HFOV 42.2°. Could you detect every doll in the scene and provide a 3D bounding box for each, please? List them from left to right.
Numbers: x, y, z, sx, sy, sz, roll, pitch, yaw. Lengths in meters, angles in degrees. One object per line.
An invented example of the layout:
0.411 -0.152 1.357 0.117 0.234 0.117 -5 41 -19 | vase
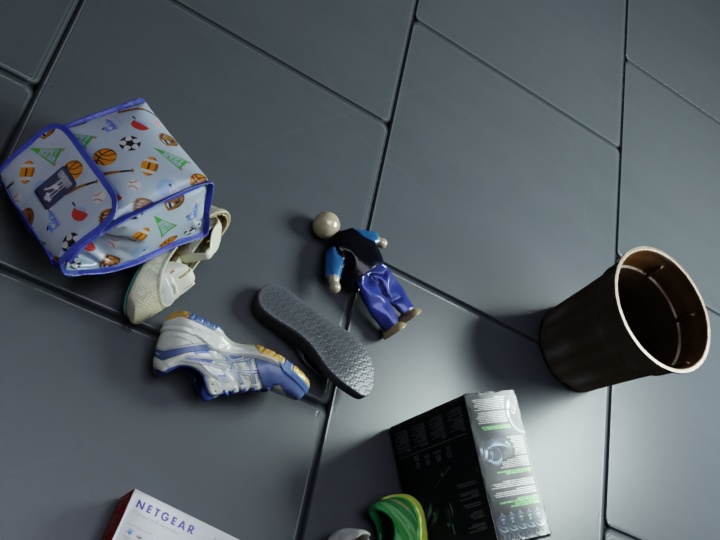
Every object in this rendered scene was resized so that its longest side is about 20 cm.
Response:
0.000 0.000 1.328 0.136 0.048 0.200 -37 91 -41 | doll

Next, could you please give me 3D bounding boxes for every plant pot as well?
0.399 0.093 1.458 0.200 0.198 0.201 16 59 -28 | plant pot

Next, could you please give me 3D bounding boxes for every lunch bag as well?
-0.301 -0.094 1.100 0.200 0.124 0.170 -26 62 -29 | lunch bag

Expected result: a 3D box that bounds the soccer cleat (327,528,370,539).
-0.006 0.408 1.108 0.069 0.078 0.201 5 66 -32 | soccer cleat

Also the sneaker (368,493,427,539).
0.050 0.381 1.166 0.083 0.074 0.201 7 55 -34 | sneaker

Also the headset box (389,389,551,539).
0.139 0.276 1.207 0.092 0.174 0.201 1 67 -33 | headset box

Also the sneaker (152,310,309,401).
-0.162 0.128 1.151 0.199 0.075 0.088 26 67 -14 | sneaker

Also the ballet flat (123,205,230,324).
-0.223 -0.014 1.162 0.062 0.068 0.200 9 51 20 | ballet flat

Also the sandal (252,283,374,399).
-0.061 0.095 1.252 0.200 0.043 0.076 42 43 2 | sandal

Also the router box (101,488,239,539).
-0.203 0.364 1.013 0.200 0.049 0.180 31 54 -18 | router box
